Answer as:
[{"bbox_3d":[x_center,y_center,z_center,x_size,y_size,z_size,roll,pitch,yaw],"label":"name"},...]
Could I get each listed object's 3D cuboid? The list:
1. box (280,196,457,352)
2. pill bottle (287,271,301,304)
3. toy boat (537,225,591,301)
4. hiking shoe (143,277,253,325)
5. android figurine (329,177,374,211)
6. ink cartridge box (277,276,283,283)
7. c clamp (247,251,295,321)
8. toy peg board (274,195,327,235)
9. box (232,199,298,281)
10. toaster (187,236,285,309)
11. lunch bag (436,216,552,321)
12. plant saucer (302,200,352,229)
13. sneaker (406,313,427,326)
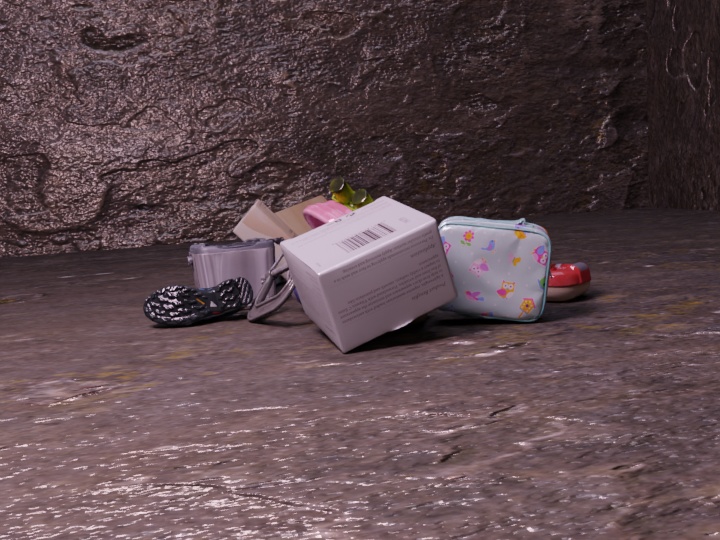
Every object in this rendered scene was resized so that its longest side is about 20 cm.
[{"bbox_3d":[0.009,-0.001,1.224,0.196,0.133,0.200,-24,22,-15],"label":"box"},{"bbox_3d":[-0.051,0.022,1.427,0.117,0.123,0.200,-6,7,-18],"label":"pill bottle"},{"bbox_3d":[0.326,-0.017,1.509,0.197,0.134,0.129,2,8,36],"label":"toy boat"},{"bbox_3d":[-0.292,0.067,1.470,0.196,0.076,0.087,-7,-18,-13],"label":"hiking shoe"},{"bbox_3d":[0.025,-0.086,1.423,0.181,0.041,0.200,31,-10,44],"label":"android figurine"},{"bbox_3d":[-0.265,-0.001,1.871,0.143,0.086,0.200,-3,7,7],"label":"ink cartridge box"},{"bbox_3d":[-0.144,0.012,1.433,0.027,0.173,0.199,38,-25,-18],"label":"c clamp"},{"bbox_3d":[-0.114,-0.056,1.972,0.198,0.200,0.098,-27,-21,-47],"label":"toy peg board"},{"bbox_3d":[-0.177,-0.054,1.770,0.078,0.199,0.095,-46,12,8],"label":"box"},{"bbox_3d":[-0.242,0.006,1.607,0.196,0.132,0.113,-7,8,-22],"label":"toaster"},{"bbox_3d":[0.211,-0.007,1.303,0.196,0.164,0.077,7,7,9],"label":"lunch bag"},{"bbox_3d":[-0.012,-0.057,1.435,0.199,0.051,0.201,39,-8,7],"label":"plant saucer"},{"bbox_3d":[0.086,0.047,1.362,0.088,0.069,0.200,-12,6,-20],"label":"sneaker"}]
